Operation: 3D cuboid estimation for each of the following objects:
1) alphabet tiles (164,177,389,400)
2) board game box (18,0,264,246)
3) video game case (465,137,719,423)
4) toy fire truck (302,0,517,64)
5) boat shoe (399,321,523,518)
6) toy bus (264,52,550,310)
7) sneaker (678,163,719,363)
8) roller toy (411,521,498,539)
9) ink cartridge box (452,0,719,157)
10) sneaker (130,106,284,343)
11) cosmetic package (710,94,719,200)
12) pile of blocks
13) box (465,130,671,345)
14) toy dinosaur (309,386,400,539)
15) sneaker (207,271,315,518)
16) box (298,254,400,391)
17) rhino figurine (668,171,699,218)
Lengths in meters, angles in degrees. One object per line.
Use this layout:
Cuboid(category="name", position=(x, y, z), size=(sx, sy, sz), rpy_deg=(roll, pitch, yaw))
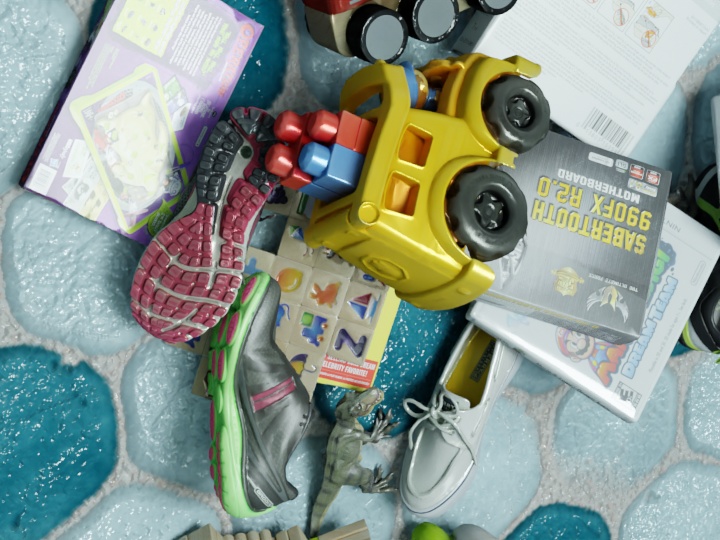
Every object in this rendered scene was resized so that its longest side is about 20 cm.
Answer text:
Cuboid(category="alphabet tiles", position=(-0.065, 0.024, 0.990), size=(0.166, 0.008, 0.202), rpy_deg=(18, 94, -5))
Cuboid(category="board game box", position=(-0.170, -0.131, 0.926), size=(0.119, 0.032, 0.201), rpy_deg=(27, 89, -27))
Cuboid(category="video game case", position=(0.218, 0.007, 1.082), size=(0.181, 0.024, 0.201), rpy_deg=(32, 74, -4))
Cuboid(category="toy fire truck", position=(0.019, -0.292, 0.945), size=(0.175, 0.129, 0.201), rpy_deg=(-26, 123, -19))
Cuboid(category="boat shoe", position=(0.084, 0.126, 1.075), size=(0.203, 0.074, 0.086), rpy_deg=(-61, 148, -5))
Cuboid(category="toy bus", position=(0.029, -0.094, 0.913), size=(0.191, 0.135, 0.202), rpy_deg=(24, 71, -21))
Cuboid(category="sneaker", position=(0.376, -0.007, 1.199), size=(0.071, 0.083, 0.202), rpy_deg=(2, 96, -28))
Cuboid(category="roller toy", position=(0.117, 0.344, 1.095), size=(0.140, 0.200, 0.183), rpy_deg=(-44, 123, -10))
Cuboid(category="ink cartridge box", position=(0.206, -0.215, 1.045), size=(0.199, 0.044, 0.174), rpy_deg=(29, 99, -29))
Cuboid(category="sneaker", position=(-0.114, -0.033, 0.943), size=(0.080, 0.075, 0.201), rpy_deg=(30, 95, -4))
Cuboid(category="cosmetic package", position=(0.446, -0.069, 1.122), size=(0.200, 0.164, 0.166), rpy_deg=(47, 39, -40))
Cuboid(category="pile of blocks", position=(-0.071, 0.272, 1.038), size=(0.198, 0.062, 0.083), rpy_deg=(3, 120, -16))
Cuboid(category="box", position=(0.164, -0.039, 1.044), size=(0.198, 0.048, 0.160), rpy_deg=(18, 75, -7))
Cuboid(category="toy dinosaur", position=(-0.005, 0.174, 1.070), size=(0.088, 0.047, 0.201), rpy_deg=(-11, 126, -41))
Cuboid(category="sneaker", position=(-0.080, 0.099, 0.966), size=(0.083, 0.077, 0.202), rpy_deg=(-1, 99, -20))
Cuboid(category="box", position=(0.000, 0.000, 1.031), size=(0.075, 0.050, 0.202), rpy_deg=(17, 95, -29))
Cuboid(category="rhino figurine", position=(0.282, -0.010, 1.168), size=(0.087, 0.060, 0.201), rpy_deg=(33, 85, -32))
